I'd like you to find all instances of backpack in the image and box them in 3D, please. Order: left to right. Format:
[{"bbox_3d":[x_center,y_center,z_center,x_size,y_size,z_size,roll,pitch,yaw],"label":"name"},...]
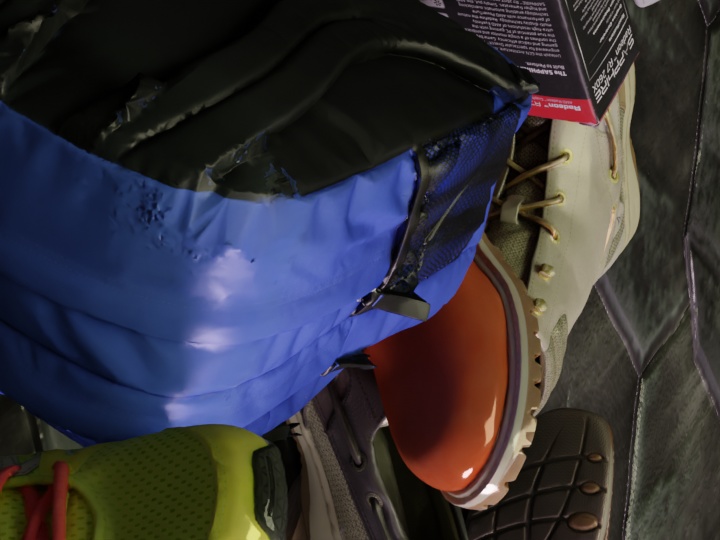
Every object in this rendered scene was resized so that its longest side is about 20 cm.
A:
[{"bbox_3d":[-0.057,-0.017,0.649,0.200,0.162,0.169,-28,139,-60],"label":"backpack"}]

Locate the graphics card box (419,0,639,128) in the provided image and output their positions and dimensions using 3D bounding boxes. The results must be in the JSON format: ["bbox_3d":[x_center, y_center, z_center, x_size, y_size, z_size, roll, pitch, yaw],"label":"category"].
[{"bbox_3d":[0.031,-0.152,0.825,0.051,0.125,0.200,-57,142,-28],"label":"graphics card box"}]

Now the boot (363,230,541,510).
[{"bbox_3d":[0.000,0.000,0.776,0.107,0.075,0.201,9,49,-34],"label":"boot"}]

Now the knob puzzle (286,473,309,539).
[{"bbox_3d":[-0.013,0.173,0.908,0.219,0.030,0.221,-18,111,-59],"label":"knob puzzle"}]

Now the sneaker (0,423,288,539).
[{"bbox_3d":[-0.109,0.084,0.549,0.090,0.199,0.079,36,41,-44],"label":"sneaker"}]

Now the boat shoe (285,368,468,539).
[{"bbox_3d":[0.006,0.054,0.842,0.072,0.066,0.202,-13,91,-56],"label":"boat shoe"}]

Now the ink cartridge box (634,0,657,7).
[{"bbox_3d":[0.074,-0.236,0.815,0.201,0.043,0.198,61,-3,27],"label":"ink cartridge box"}]

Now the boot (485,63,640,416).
[{"bbox_3d":[0.081,-0.040,1.001,0.155,0.072,0.201,-59,146,-39],"label":"boot"}]

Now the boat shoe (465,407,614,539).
[{"bbox_3d":[0.091,0.170,1.072,0.072,0.075,0.201,21,86,-65],"label":"boat shoe"}]
